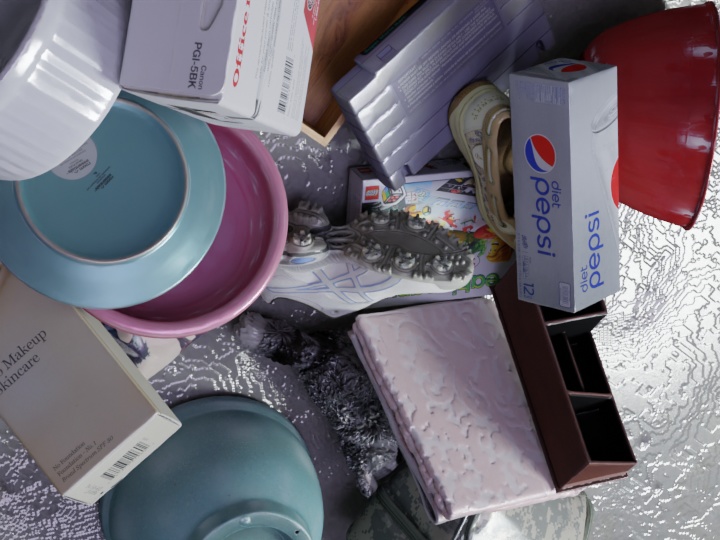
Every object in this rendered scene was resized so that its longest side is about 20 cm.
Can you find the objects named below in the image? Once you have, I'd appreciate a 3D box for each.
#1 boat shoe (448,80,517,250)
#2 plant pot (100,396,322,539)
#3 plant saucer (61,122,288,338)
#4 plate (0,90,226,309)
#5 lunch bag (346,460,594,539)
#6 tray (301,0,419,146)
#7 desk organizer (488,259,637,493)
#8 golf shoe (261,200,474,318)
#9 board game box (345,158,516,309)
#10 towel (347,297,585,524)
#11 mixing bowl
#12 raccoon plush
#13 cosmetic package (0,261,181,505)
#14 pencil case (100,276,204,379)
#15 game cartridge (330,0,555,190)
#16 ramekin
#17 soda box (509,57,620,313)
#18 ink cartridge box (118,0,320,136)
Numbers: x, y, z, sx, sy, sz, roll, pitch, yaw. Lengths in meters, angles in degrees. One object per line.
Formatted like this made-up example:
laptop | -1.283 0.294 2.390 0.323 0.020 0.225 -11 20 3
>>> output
boat shoe | 0.137 -0.074 1.632 0.073 0.063 0.200 -40 130 -5
plant pot | -0.117 0.230 1.669 0.200 0.134 0.201 -9 117 -19
plant saucer | -0.161 -0.042 1.528 0.200 0.051 0.201 2 79 -12
plate | -0.204 -0.070 1.486 0.200 0.026 0.200 2 80 -11
lunch bag | 0.110 0.241 1.757 0.200 0.139 0.168 28 102 -43
tray | -0.011 -0.212 1.565 0.099 0.037 0.200 33 99 -32
desk organizer | 0.185 0.084 1.655 0.072 0.200 0.077 -10 160 -19
golf shoe | 0.000 0.000 1.623 0.200 0.078 0.097 10 132 12
board game box | 0.084 -0.037 1.690 0.200 0.035 0.126 -6 117 -21
towel | 0.094 0.120 1.659 0.191 0.200 0.032 -6 154 -45
mixing bowl | 0.241 -0.139 1.635 0.108 0.200 0.200 6 114 -1
raccoon plush | -0.033 0.116 1.707 0.200 0.097 0.134 23 119 -2
cosmetic package | -0.247 0.078 1.507 0.104 0.200 0.073 -42 163 0
pencil case | -0.211 0.061 1.586 0.200 0.078 0.089 -38 107 -2
game cartridge | 0.071 -0.175 1.587 0.200 0.038 0.130 -43 136 -11
ramekin | -0.255 -0.163 1.392 0.098 0.200 0.201 32 99 -39
soda box | 0.172 -0.071 1.570 0.068 0.063 0.200 -21 116 -42
ink cartridge box | -0.100 -0.188 1.421 0.083 0.200 0.147 9 89 15
